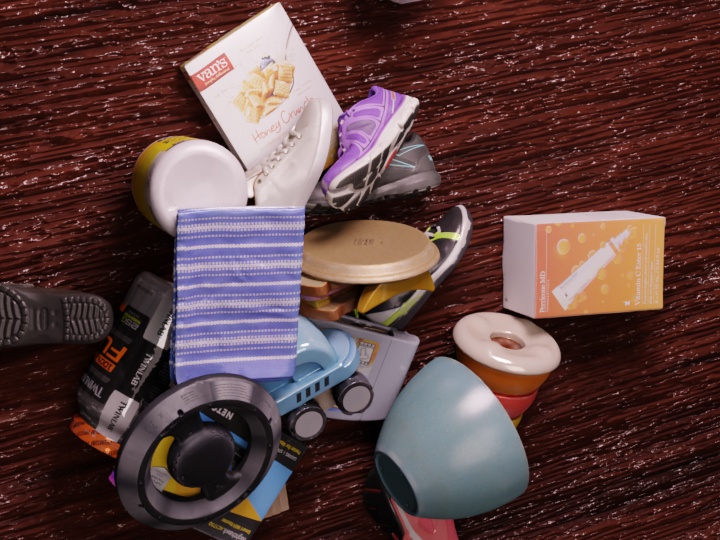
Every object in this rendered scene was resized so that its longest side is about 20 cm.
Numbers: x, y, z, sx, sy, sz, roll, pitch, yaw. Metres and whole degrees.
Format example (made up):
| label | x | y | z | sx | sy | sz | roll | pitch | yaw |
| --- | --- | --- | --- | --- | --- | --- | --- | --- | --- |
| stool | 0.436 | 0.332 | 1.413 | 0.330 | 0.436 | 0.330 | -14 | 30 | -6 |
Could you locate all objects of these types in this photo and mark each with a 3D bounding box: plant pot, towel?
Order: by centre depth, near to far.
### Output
| label | x | y | z | sx | sy | sz | roll | pitch | yaw |
| --- | --- | --- | --- | --- | --- | --- | --- | --- | --- |
| towel | -0.132 | 0.030 | 1.246 | 0.142 | 0.024 | 0.204 | -2 | 110 | -18 |
| plant pot | 0.095 | 0.230 | 1.450 | 0.134 | 0.199 | 0.203 | -30 | 106 | -22 |

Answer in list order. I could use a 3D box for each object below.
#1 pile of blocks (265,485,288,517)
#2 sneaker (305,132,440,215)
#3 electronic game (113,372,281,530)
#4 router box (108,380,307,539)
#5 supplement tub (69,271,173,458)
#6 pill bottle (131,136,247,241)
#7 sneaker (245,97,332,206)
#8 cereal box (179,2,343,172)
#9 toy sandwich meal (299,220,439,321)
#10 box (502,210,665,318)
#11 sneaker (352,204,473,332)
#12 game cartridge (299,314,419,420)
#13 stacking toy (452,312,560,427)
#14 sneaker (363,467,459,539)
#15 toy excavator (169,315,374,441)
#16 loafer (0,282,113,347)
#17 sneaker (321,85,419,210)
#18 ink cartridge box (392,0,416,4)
| label | x | y | z | sx | sy | sz | roll | pitch | yaw |
| --- | --- | --- | --- | --- | --- | --- | --- | --- | --- |
| pile of blocks | -0.159 | 0.224 | 1.443 | 0.082 | 0.062 | 0.201 | -38 | 116 | -14 |
| sneaker | 0.004 | -0.119 | 1.457 | 0.197 | 0.075 | 0.081 | -14 | 89 | -24 |
| electronic game | -0.176 | 0.201 | 1.275 | 0.197 | 0.042 | 0.203 | -18 | 127 | -25 |
| router box | -0.173 | 0.223 | 1.351 | 0.199 | 0.051 | 0.150 | 36 | 85 | -41 |
| supplement tub | -0.252 | 0.115 | 1.360 | 0.121 | 0.122 | 0.202 | 29 | 86 | -21 |
| pill bottle | -0.198 | -0.095 | 1.309 | 0.107 | 0.200 | 0.111 | -3 | 99 | -19 |
| sneaker | -0.097 | -0.117 | 1.369 | 0.084 | 0.073 | 0.203 | 21 | 93 | -23 |
| cereal box | -0.108 | -0.201 | 1.413 | 0.143 | 0.039 | 0.202 | -36 | 108 | -11 |
| toy sandwich meal | 0.000 | 0.000 | 1.405 | 0.202 | 0.205 | 0.072 | -8 | 113 | -18 |
| box | 0.298 | -0.011 | 1.554 | 0.196 | 0.097 | 0.127 | -4 | 99 | -19 |
| sneaker | 0.065 | -0.012 | 1.484 | 0.083 | 0.072 | 0.201 | 39 | 84 | -19 |
| game cartridge | -0.037 | 0.119 | 1.462 | 0.197 | 0.042 | 0.135 | 15 | 107 | -16 |
| stacking toy | 0.175 | 0.170 | 1.540 | 0.143 | 0.146 | 0.203 | 3 | 116 | -20 |
| sneaker | 0.075 | 0.329 | 1.547 | 0.087 | 0.073 | 0.202 | -41 | 112 | -27 |
| toy excavator | -0.103 | 0.099 | 1.339 | 0.192 | 0.100 | 0.202 | -28 | 125 | -8 |
| loafer | -0.378 | 0.053 | 1.334 | 0.196 | 0.071 | 0.074 | 7 | 91 | -1 |
| sneaker | -0.002 | -0.149 | 1.389 | 0.082 | 0.081 | 0.201 | 26 | 47 | 8 |
| ink cartridge box | 0.067 | -0.433 | 1.388 | 0.085 | 0.146 | 0.204 | 14 | 93 | -22 |
